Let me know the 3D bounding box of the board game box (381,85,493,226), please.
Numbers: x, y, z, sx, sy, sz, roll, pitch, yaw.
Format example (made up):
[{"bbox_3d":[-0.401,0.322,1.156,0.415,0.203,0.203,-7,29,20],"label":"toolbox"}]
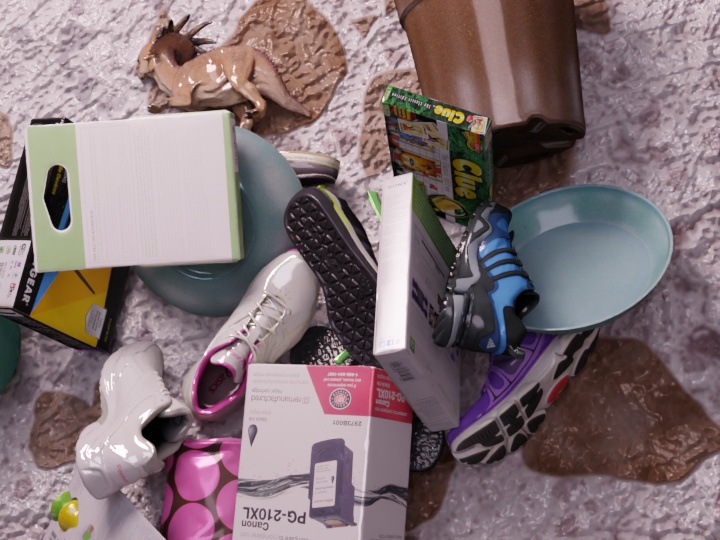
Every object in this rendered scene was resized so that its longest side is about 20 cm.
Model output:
[{"bbox_3d":[0.078,-0.104,1.403,0.104,0.200,0.024,17,68,14],"label":"board game box"}]

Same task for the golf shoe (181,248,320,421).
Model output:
[{"bbox_3d":[-0.103,0.068,1.416,0.075,0.092,0.201,34,92,-2],"label":"golf shoe"}]

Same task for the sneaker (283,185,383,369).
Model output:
[{"bbox_3d":[0.000,0.000,1.408,0.072,0.083,0.201,-33,74,28],"label":"sneaker"}]

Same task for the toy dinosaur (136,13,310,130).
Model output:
[{"bbox_3d":[-0.152,-0.211,1.541,0.198,0.086,0.136,2,65,4],"label":"toy dinosaur"}]

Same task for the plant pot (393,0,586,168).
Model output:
[{"bbox_3d":[0.135,-0.215,1.446,0.199,0.200,0.200,-10,79,6],"label":"plant pot"}]

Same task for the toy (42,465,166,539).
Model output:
[{"bbox_3d":[-0.233,0.269,1.373,0.200,0.047,0.116,31,97,47],"label":"toy"}]

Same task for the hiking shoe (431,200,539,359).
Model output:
[{"bbox_3d":[0.125,0.013,1.356,0.086,0.075,0.201,19,42,2],"label":"hiking shoe"}]

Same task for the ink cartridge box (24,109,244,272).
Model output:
[{"bbox_3d":[-0.217,-0.075,1.402,0.198,0.048,0.147,-4,94,0],"label":"ink cartridge box"}]

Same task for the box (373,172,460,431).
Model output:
[{"bbox_3d":[0.057,0.030,1.365,0.036,0.145,0.201,-10,52,20],"label":"box"}]

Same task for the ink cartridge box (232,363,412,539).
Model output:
[{"bbox_3d":[-0.035,0.193,1.352,0.144,0.084,0.202,-1,79,32],"label":"ink cartridge box"}]

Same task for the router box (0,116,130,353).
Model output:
[{"bbox_3d":[-0.293,-0.034,1.464,0.051,0.149,0.201,2,72,31],"label":"router box"}]

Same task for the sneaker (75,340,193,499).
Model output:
[{"bbox_3d":[-0.203,0.139,1.401,0.099,0.078,0.201,-12,36,13],"label":"sneaker"}]

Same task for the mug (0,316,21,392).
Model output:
[{"bbox_3d":[-0.408,0.069,1.470,0.184,0.114,0.153,-16,70,3],"label":"mug"}]

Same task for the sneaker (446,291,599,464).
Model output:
[{"bbox_3d":[0.148,0.103,1.404,0.083,0.081,0.200,32,70,33],"label":"sneaker"}]

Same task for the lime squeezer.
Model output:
[{"bbox_3d":[0.025,0.007,1.451,0.070,0.038,0.201,14,62,-5],"label":"lime squeezer"}]

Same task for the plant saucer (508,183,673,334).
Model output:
[{"bbox_3d":[0.205,-0.004,1.403,0.199,0.036,0.201,-13,42,12],"label":"plant saucer"}]

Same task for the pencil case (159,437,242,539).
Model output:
[{"bbox_3d":[-0.154,0.260,1.384,0.093,0.091,0.201,1,70,15],"label":"pencil case"}]

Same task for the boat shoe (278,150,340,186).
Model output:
[{"bbox_3d":[-0.118,-0.085,1.501,0.198,0.072,0.065,-3,80,9],"label":"boat shoe"}]

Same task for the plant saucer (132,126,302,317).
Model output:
[{"bbox_3d":[-0.153,-0.047,1.457,0.199,0.039,0.203,1,101,7],"label":"plant saucer"}]

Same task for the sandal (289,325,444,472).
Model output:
[{"bbox_3d":[0.014,0.125,1.426,0.075,0.048,0.200,-46,59,-6],"label":"sandal"}]
